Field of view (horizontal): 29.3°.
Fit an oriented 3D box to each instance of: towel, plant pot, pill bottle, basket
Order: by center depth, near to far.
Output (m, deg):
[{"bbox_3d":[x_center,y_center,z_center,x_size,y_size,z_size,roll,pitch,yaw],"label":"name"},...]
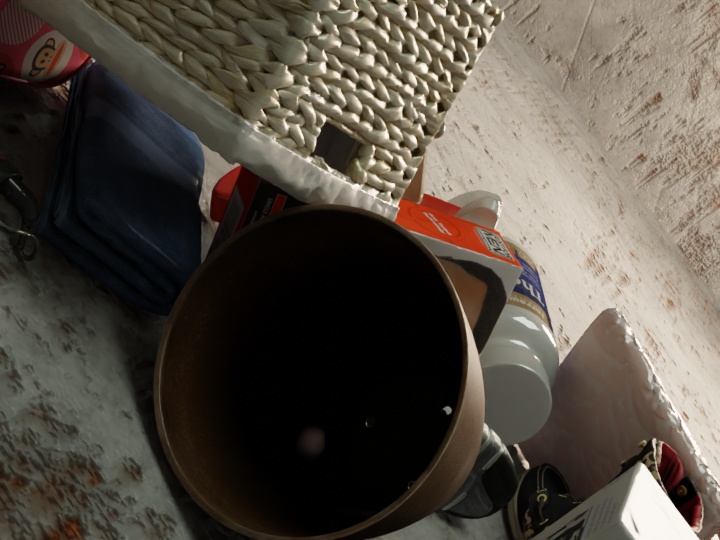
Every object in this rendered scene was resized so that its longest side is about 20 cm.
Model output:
[{"bbox_3d":[-0.054,-0.153,0.819,0.199,0.162,0.198,35,6,28],"label":"basket"},{"bbox_3d":[0.001,0.082,0.835,0.188,0.186,0.200,61,8,25],"label":"plant pot"},{"bbox_3d":[-0.149,-0.057,0.893,0.111,0.048,0.201,42,21,-28],"label":"towel"},{"bbox_3d":[0.216,0.166,1.158,0.032,0.192,0.202,-7,55,-28],"label":"towel"},{"bbox_3d":[0.114,0.060,1.200,0.111,0.111,0.201,44,20,-22],"label":"pill bottle"}]

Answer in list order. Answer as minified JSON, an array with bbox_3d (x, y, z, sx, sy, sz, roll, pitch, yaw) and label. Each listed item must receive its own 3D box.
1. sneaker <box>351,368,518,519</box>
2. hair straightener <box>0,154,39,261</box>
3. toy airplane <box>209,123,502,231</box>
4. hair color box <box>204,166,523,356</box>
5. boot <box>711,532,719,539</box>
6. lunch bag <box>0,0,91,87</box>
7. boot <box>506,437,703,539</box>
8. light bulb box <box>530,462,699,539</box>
[{"bbox_3d":[0.039,0.094,1.027,0.200,0.075,0.116,41,19,-28],"label":"sneaker"},{"bbox_3d":[-0.244,-0.074,0.730,0.200,0.041,0.077,50,18,-21],"label":"hair straightener"},{"bbox_3d":[0.012,-0.057,1.036,0.199,0.199,0.143,36,36,-40],"label":"toy airplane"},{"bbox_3d":[0.000,0.000,0.944,0.198,0.103,0.061,16,21,-20],"label":"hair color box"},{"bbox_3d":[0.411,0.352,1.465,0.187,0.064,0.201,46,15,-24],"label":"boot"},{"bbox_3d":[-0.182,-0.212,0.851,0.082,0.201,0.176,42,15,20],"label":"lunch bag"},{"bbox_3d":[0.189,0.189,1.082,0.073,0.150,0.200,45,21,-10],"label":"boot"},{"bbox_3d":[0.128,0.252,0.752,0.199,0.199,0.125,54,17,5],"label":"light bulb box"}]
